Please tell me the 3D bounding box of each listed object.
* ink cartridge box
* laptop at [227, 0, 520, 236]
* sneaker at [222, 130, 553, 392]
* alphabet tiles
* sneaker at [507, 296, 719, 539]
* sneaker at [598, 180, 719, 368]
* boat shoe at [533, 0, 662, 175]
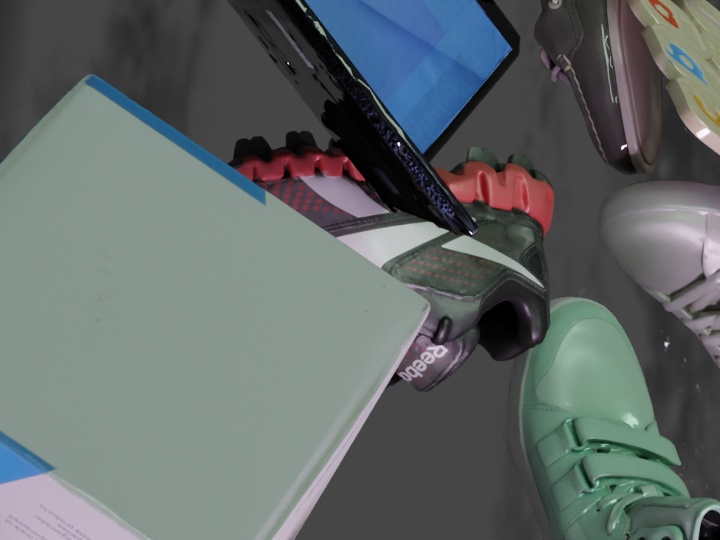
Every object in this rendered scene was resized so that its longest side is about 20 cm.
[{"bbox_3d":[-0.095,0.070,1.015,0.147,0.200,0.145,33,52,3],"label":"ink cartridge box"},{"bbox_3d":[0.002,-0.120,1.136,0.103,0.200,0.178,-40,103,-6],"label":"laptop"},{"bbox_3d":[0.000,0.000,1.204,0.199,0.071,0.098,3,65,-33],"label":"sneaker"},{"bbox_3d":[0.191,-0.050,1.311,0.195,0.015,0.201,34,25,-33],"label":"alphabet tiles"},{"bbox_3d":[0.123,0.090,1.213,0.073,0.118,0.202,7,65,-28],"label":"sneaker"},{"bbox_3d":[0.188,0.032,1.308,0.199,0.073,0.085,30,54,-20],"label":"sneaker"},{"bbox_3d":[0.098,-0.134,1.346,0.067,0.057,0.201,28,52,-63],"label":"boat shoe"}]
